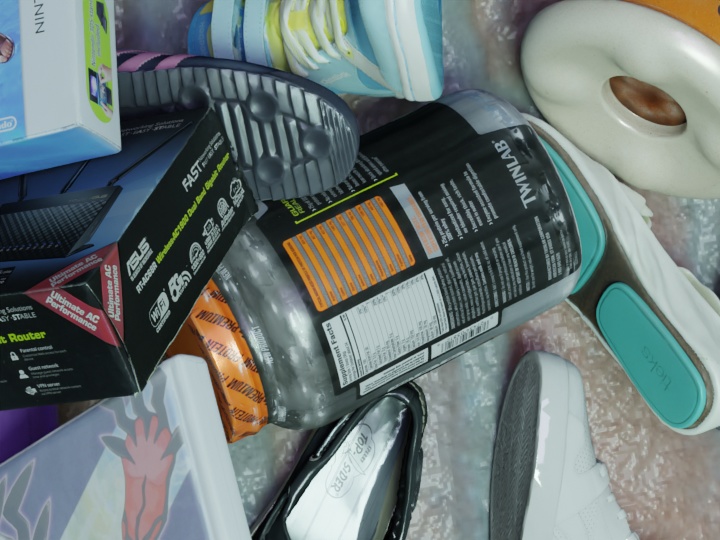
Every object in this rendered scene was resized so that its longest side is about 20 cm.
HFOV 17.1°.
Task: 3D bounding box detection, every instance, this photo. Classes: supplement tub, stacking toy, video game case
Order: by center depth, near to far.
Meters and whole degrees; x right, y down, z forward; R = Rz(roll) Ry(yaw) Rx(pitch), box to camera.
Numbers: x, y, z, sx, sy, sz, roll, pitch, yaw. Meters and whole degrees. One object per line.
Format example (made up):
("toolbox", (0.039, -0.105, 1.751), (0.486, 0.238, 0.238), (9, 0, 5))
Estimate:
("video game case", (-0.114, 0.165, 1.067), (0.023, 0.182, 0.201), (12, 54, -49))
("video game case", (-0.214, -0.128, 1.141), (0.199, 0.045, 0.183), (-11, 71, 20))
("supplement tub", (0.000, 0.000, 1.193), (0.199, 0.122, 0.123), (-26, 92, -17))
("stacking toy", (0.185, -0.152, 1.257), (0.146, 0.146, 0.201), (33, 66, -7))

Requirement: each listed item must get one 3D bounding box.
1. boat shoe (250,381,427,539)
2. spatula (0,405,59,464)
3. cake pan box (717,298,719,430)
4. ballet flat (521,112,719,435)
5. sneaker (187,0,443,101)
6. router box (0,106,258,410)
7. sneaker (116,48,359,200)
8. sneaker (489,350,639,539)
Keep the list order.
("boat shoe", (-0.016, 0.144, 1.220), (0.074, 0.066, 0.200), (31, 83, -9))
("spatula", (-0.243, 0.085, 1.146), (0.198, 0.021, 0.057), (-6, 76, -9))
("cake pan box", (0.287, 0.034, 1.291), (0.199, 0.052, 0.185), (32, 80, -7))
("ballet flat", (0.139, -0.001, 1.247), (0.069, 0.070, 0.200), (-30, 67, -10))
("sneaker", (-0.024, -0.118, 1.171), (0.130, 0.200, 0.080), (-1, 85, 1))
("router box", (-0.166, 0.000, 1.113), (0.199, 0.150, 0.062), (-8, 120, 26))
("sneaker", (-0.086, -0.083, 1.177), (0.199, 0.082, 0.071), (8, 115, 18))
("sneaker", (0.130, 0.141, 1.249), (0.115, 0.074, 0.202), (1, 97, -12))
